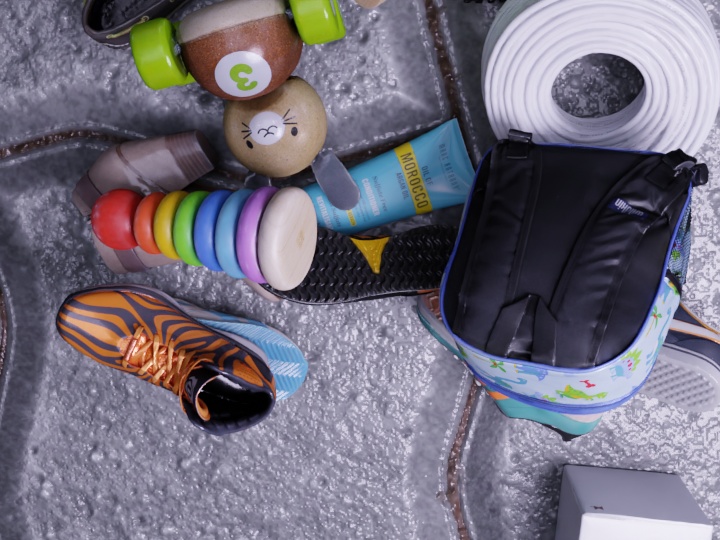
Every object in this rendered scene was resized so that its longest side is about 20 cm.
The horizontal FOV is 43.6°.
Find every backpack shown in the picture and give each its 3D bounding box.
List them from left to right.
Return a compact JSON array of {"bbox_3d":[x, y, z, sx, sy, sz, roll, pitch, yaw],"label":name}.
[{"bbox_3d":[0.166,0.012,0.727,0.182,0.147,0.201,11,62,25],"label":"backpack"}]

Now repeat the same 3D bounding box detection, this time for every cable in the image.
[{"bbox_3d":[0.198,-0.156,0.758,0.198,0.069,0.201,8,130,11],"label":"cable"}]

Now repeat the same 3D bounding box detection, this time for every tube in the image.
[{"bbox_3d":[0.009,-0.070,0.840,0.199,0.050,0.078,-20,105,4],"label":"tube"}]

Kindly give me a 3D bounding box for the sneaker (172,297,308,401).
[{"bbox_3d":[-0.145,0.067,0.861,0.199,0.081,0.077,19,99,-18],"label":"sneaker"}]

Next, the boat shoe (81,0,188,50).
[{"bbox_3d":[-0.170,-0.278,0.810,0.201,0.061,0.072,-44,93,10],"label":"boat shoe"}]

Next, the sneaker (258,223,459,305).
[{"bbox_3d":[0.000,0.000,0.825,0.198,0.090,0.071,-3,80,1],"label":"sneaker"}]

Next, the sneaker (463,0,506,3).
[{"bbox_3d":[0.168,-0.280,0.772,0.198,0.078,0.083,0,94,3],"label":"sneaker"}]

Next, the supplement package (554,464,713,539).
[{"bbox_3d":[0.243,0.300,0.840,0.116,0.117,0.202,5,100,5],"label":"supplement package"}]

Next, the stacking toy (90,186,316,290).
[{"bbox_3d":[-0.141,-0.039,0.771,0.199,0.085,0.086,9,100,20],"label":"stacking toy"}]

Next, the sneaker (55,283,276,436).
[{"bbox_3d":[-0.157,0.074,0.756,0.199,0.112,0.078,20,99,-18],"label":"sneaker"}]

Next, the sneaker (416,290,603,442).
[{"bbox_3d":[0.131,0.091,0.838,0.199,0.071,0.080,35,140,16],"label":"sneaker"}]

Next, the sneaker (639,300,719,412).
[{"bbox_3d":[0.240,0.058,0.826,0.199,0.079,0.079,24,137,23],"label":"sneaker"}]

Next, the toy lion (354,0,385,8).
[{"bbox_3d":[0.028,-0.322,0.723,0.069,0.191,0.201,-38,95,-32],"label":"toy lion"}]

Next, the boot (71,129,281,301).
[{"bbox_3d":[-0.175,-0.033,0.855,0.146,0.070,0.201,-26,98,16],"label":"boot"}]

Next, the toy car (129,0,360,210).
[{"bbox_3d":[-0.079,-0.134,0.782,0.163,0.158,0.201,-15,103,7],"label":"toy car"}]
